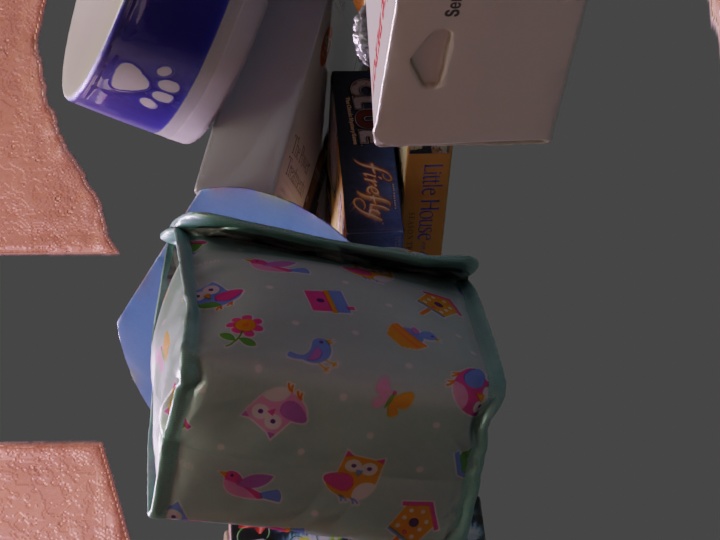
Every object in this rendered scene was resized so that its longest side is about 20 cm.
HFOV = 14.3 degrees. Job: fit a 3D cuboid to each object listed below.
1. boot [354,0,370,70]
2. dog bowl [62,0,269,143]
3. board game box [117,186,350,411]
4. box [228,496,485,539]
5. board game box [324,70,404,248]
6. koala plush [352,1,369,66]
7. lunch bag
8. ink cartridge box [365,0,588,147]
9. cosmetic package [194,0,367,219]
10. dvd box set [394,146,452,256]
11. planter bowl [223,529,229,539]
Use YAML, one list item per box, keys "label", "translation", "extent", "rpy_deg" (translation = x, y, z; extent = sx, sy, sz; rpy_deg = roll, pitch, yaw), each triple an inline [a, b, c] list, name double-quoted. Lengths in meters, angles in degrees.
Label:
- label: "boot"
  translation: [0.013, -0.109, 1.889]
  extent: [0.188, 0.068, 0.201]
  rpy_deg: [-46, -37, -86]
- label: "dog bowl"
  translation: [-0.105, -0.181, 1.665]
  extent: [0.200, 0.078, 0.201]
  rpy_deg: [-162, 90, -75]
- label: "board game box"
  translation: [-0.050, 0.036, 1.660]
  extent: [0.039, 0.158, 0.200]
  rpy_deg: [-41, -11, -52]
- label: "box"
  translation: [0.003, 0.201, 1.463]
  extent: [0.201, 0.136, 0.040]
  rpy_deg: [-96, 7, -46]
- label: "board game box"
  translation: [0.000, 0.000, 1.714]
  extent: [0.201, 0.034, 0.136]
  rpy_deg: [93, 174, -47]
- label: "koala plush"
  translation: [-0.036, -0.214, 1.487]
  extent: [0.184, 0.199, 0.178]
  rpy_deg: [-96, 7, -49]
- label: "lunch bag"
  translation: [-0.023, 0.043, 1.481]
  extent: [0.200, 0.169, 0.123]
  rpy_deg: [-96, 17, -61]
- label: "ink cartridge box"
  translation: [0.044, -0.172, 1.229]
  extent: [0.146, 0.083, 0.201]
  rpy_deg: [98, 170, -61]
- label: "cosmetic package"
  translation: [-0.043, -0.093, 1.729]
  extent: [0.200, 0.051, 0.152]
  rpy_deg: [58, -135, -79]
- label: "dvd box set"
  translation: [0.032, -0.083, 1.695]
  extent: [0.201, 0.029, 0.147]
  rpy_deg: [94, 173, -49]
- label: "planter bowl"
  translation: [-0.017, 0.213, 1.712]
  extent: [0.200, 0.134, 0.202]
  rpy_deg: [180, 90, -85]
